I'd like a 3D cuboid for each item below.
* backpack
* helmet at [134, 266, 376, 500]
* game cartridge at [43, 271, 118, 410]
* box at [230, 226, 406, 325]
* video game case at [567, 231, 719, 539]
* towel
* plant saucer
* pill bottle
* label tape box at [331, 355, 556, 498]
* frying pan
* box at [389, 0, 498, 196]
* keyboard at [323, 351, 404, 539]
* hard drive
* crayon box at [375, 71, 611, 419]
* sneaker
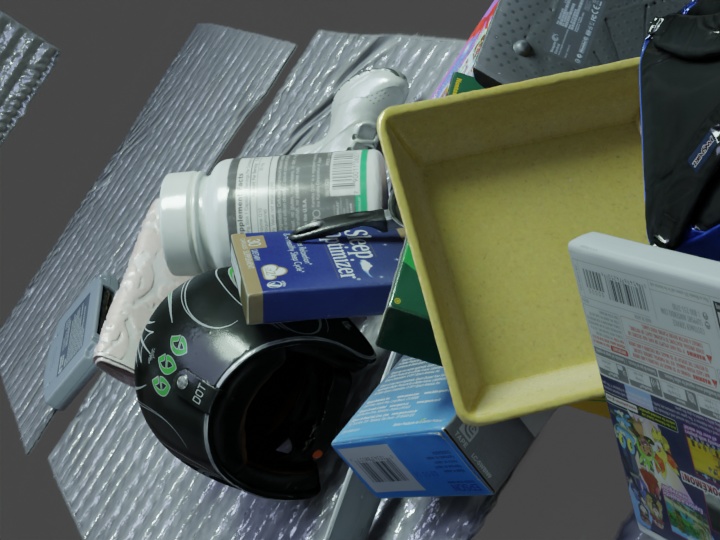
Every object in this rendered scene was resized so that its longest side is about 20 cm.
[{"bbox_3d":[0.264,-0.093,0.729,0.200,0.167,0.163,-33,51,50],"label":"backpack"},{"bbox_3d":[-0.094,0.088,1.195,0.200,0.200,0.191,-56,34,2],"label":"helmet"},{"bbox_3d":[-0.390,0.101,1.947,0.133,0.041,0.200,-51,23,23],"label":"game cartridge"},{"bbox_3d":[0.000,0.000,1.131,0.121,0.199,0.033,-116,26,-63],"label":"box"},{"bbox_3d":[0.182,0.079,0.703,0.023,0.183,0.200,-21,16,-18],"label":"video game case"},{"bbox_3d":[-0.146,0.051,1.335,0.032,0.191,0.201,-37,29,42],"label":"towel"},{"bbox_3d":[0.125,-0.017,0.848,0.048,0.199,0.201,105,152,-71],"label":"plant saucer"},{"bbox_3d":[-0.075,-0.048,1.272,0.199,0.113,0.113,-3,41,7],"label":"pill bottle"},{"bbox_3d":[0.089,0.068,0.994,0.200,0.063,0.144,-49,17,-29],"label":"label tape box"},{"bbox_3d":[0.047,-0.043,1.127,0.190,0.031,0.115,-31,36,-12],"label":"frying pan"},{"bbox_3d":[0.089,-0.133,1.241,0.200,0.039,0.137,-56,16,32],"label":"box"},{"bbox_3d":[0.018,0.117,1.061,0.011,0.056,0.201,18,87,35],"label":"keyboard"},{"bbox_3d":[0.182,-0.138,0.942,0.042,0.199,0.135,113,179,-67],"label":"hard drive"},{"bbox_3d":[0.118,-0.019,0.926,0.058,0.172,0.201,106,-179,-57],"label":"crayon box"},{"bbox_3d":[-0.010,-0.124,1.466,0.200,0.074,0.087,-52,35,28],"label":"sneaker"}]
